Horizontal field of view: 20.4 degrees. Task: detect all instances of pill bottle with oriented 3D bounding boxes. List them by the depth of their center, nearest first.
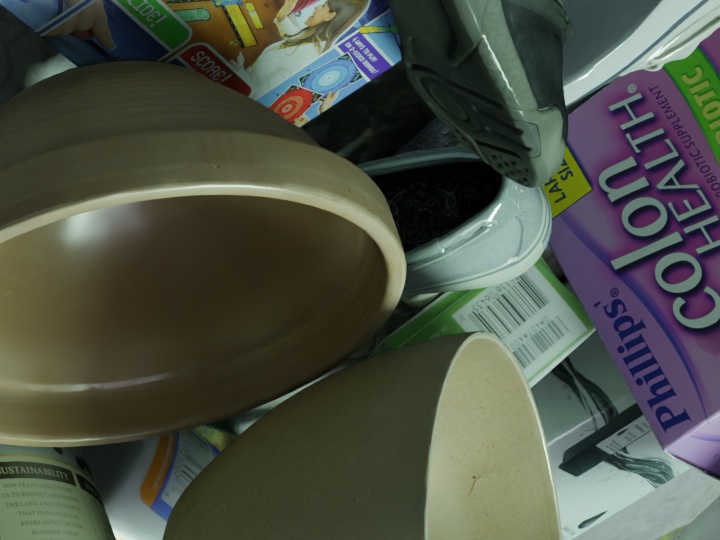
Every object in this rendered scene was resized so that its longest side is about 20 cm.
[{"bbox_3d":[-0.082,0.154,1.001,0.112,0.112,0.200,-36,122,16],"label":"pill bottle"}]

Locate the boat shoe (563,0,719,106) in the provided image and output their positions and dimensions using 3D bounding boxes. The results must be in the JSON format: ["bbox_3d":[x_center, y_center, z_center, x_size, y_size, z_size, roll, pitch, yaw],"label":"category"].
[{"bbox_3d":[0.122,-0.118,0.858,0.200,0.072,0.066,-39,143,5],"label":"boat shoe"}]

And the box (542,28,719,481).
[{"bbox_3d":[0.200,-0.030,0.939,0.200,0.176,0.097,-37,148,19],"label":"box"}]

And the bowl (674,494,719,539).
[{"bbox_3d":[0.240,0.120,0.964,0.200,0.075,0.200,-14,153,-33],"label":"bowl"}]

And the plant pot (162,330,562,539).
[{"bbox_3d":[-0.004,0.129,0.821,0.134,0.200,0.200,-5,155,19],"label":"plant pot"}]

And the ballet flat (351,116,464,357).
[{"bbox_3d":[0.000,0.000,0.940,0.200,0.072,0.072,-38,147,20],"label":"ballet flat"}]

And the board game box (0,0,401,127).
[{"bbox_3d":[-0.051,-0.118,0.754,0.135,0.034,0.200,-32,150,10],"label":"board game box"}]

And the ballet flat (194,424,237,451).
[{"bbox_3d":[-0.066,0.143,1.110,0.071,0.071,0.200,-29,149,4],"label":"ballet flat"}]

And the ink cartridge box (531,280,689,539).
[{"bbox_3d":[0.125,0.079,1.138,0.200,0.083,0.147,-33,149,10],"label":"ink cartridge box"}]

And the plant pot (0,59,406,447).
[{"bbox_3d":[-0.089,-0.016,0.765,0.201,0.093,0.201,-12,154,-6],"label":"plant pot"}]

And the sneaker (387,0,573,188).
[{"bbox_3d":[0.063,-0.120,0.753,0.114,0.076,0.199,-44,139,-17],"label":"sneaker"}]

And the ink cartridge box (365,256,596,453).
[{"bbox_3d":[0.025,0.071,1.001,0.104,0.059,0.200,-35,173,-34],"label":"ink cartridge box"}]

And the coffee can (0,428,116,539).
[{"bbox_3d":[-0.180,0.114,0.849,0.146,0.200,0.146,-19,148,-12],"label":"coffee can"}]

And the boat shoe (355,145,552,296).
[{"bbox_3d":[-0.020,-0.015,0.869,0.201,0.070,0.072,-13,155,15],"label":"boat shoe"}]
